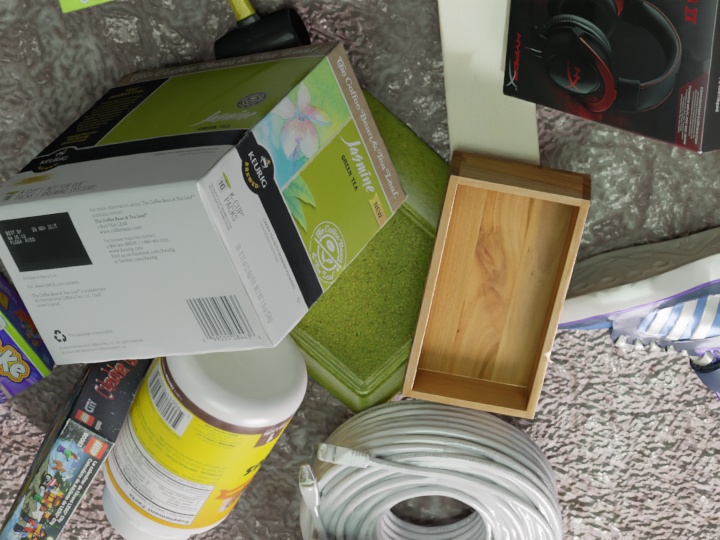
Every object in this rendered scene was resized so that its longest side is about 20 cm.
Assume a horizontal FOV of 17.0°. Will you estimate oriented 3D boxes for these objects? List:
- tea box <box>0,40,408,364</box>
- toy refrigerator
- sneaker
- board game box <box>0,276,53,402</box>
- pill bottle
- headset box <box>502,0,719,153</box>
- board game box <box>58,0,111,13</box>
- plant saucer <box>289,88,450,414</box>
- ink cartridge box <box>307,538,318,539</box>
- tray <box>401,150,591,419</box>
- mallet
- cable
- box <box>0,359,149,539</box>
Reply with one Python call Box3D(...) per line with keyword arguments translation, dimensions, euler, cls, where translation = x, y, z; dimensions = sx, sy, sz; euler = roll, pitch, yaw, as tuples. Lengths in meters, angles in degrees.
Box3D(translation=(-0.111, -0.046, 1.638), dimensions=(0.200, 0.197, 0.134), euler=(-5, 120, 37), cls="tea box")
Box3D(translation=(0.092, -0.152, 1.686), dimensions=(0.070, 0.076, 0.200), euler=(-5, 115, 4), cls="toy refrigerator")
Box3D(translation=(0.240, 0.054, 1.778), dimensions=(0.200, 0.081, 0.147), euler=(-16, 110, 2), cls="sneaker")
Box3D(translation=(-0.340, 0.025, 1.788), dimensions=(0.134, 0.045, 0.200), euler=(-32, 111, 15), cls="board game box")
Box3D(translation=(-0.123, 0.122, 1.786), dimensions=(0.109, 0.109, 0.200), euler=(24, 133, -10), cls="pill bottle")
Box3D(translation=(0.193, -0.168, 1.568), dimensions=(0.075, 0.200, 0.149), euler=(-12, 114, -41), cls="headset box")
Box3D(translation=(-0.166, -0.288, 1.625), dimensions=(0.134, 0.045, 0.200), euler=(-14, 107, 11), cls="board game box")
Box3D(translation=(0.000, 0.000, 1.776), dimensions=(0.200, 0.048, 0.200), euler=(41, 110, -17), cls="plant saucer")
Box3D(translation=(-0.012, 0.276, 1.863), dimensions=(0.095, 0.037, 0.200), euler=(14, 147, -1), cls="ink cartridge box")
Box3D(translation=(0.095, 0.012, 1.714), dimensions=(0.099, 0.037, 0.200), euler=(10, 126, -1), cls="tray")
Box3D(translation=(-0.112, -0.219, 1.684), dimensions=(0.066, 0.041, 0.200), euler=(-31, 106, 17), cls="mallet")
Box3D(translation=(0.053, 0.187, 1.836), dimensions=(0.200, 0.069, 0.200), euler=(2, 131, 2), cls="cable")
Box3D(translation=(-0.206, 0.124, 1.754), dimensions=(0.038, 0.200, 0.137), euler=(30, 113, -7), cls="box")
